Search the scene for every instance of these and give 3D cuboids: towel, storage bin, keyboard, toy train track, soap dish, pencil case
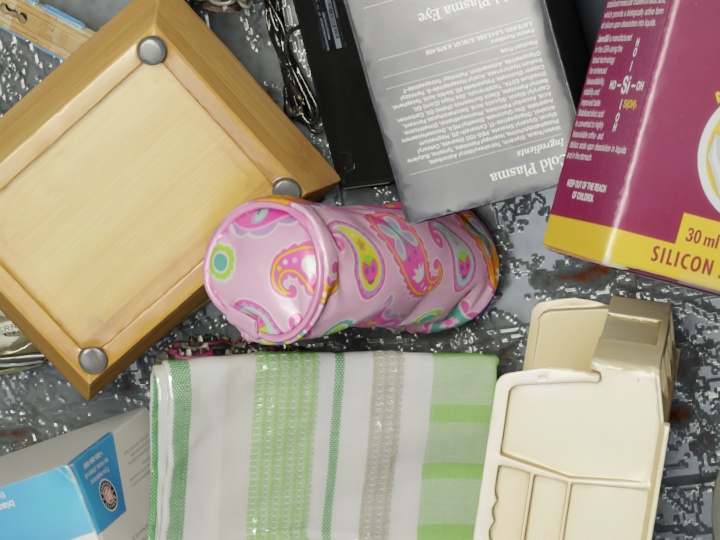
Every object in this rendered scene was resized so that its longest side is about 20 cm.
[{"bbox_3d":[-0.021,0.118,1.277,0.200,0.031,0.149,-1,112,-11],"label":"towel"},{"bbox_3d":[0.119,0.125,1.242,0.094,0.200,0.199,9,101,8],"label":"storage bin"},{"bbox_3d":[-0.022,-0.144,1.283,0.021,0.127,0.200,-16,96,-30],"label":"keyboard"},{"bbox_3d":[-0.166,-0.140,1.342,0.200,0.033,0.115,28,121,12],"label":"toy train track"},{"bbox_3d":[-0.135,-0.042,1.268,0.200,0.081,0.157,-41,101,3],"label":"soap dish"},{"bbox_3d":[0.000,0.000,1.249,0.087,0.200,0.088,0,91,32],"label":"pencil case"}]

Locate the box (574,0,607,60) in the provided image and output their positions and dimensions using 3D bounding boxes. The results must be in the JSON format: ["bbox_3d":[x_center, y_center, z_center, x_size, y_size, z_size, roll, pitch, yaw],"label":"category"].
[{"bbox_3d":[0.219,-0.166,1.188,0.200,0.117,0.197,-17,96,-7],"label":"box"}]

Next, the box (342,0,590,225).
[{"bbox_3d":[0.062,-0.135,1.209,0.104,0.200,0.182,-15,95,12],"label":"box"}]

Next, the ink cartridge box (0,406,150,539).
[{"bbox_3d":[-0.177,0.210,1.344,0.144,0.147,0.200,-19,95,15],"label":"ink cartridge box"}]

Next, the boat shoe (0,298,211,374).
[{"bbox_3d":[-0.163,0.018,1.351,0.200,0.065,0.073,-25,93,14],"label":"boat shoe"}]

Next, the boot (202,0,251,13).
[{"bbox_3d":[-0.069,-0.231,1.242,0.069,0.200,0.174,-1,94,-19],"label":"boot"}]

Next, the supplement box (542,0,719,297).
[{"bbox_3d":[0.184,-0.087,1.074,0.131,0.103,0.200,13,92,-13],"label":"supplement box"}]

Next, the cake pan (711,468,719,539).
[{"bbox_3d":[0.297,0.152,1.255,0.200,0.037,0.200,17,125,26],"label":"cake pan"}]

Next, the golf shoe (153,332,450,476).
[{"bbox_3d":[-0.033,0.094,1.334,0.200,0.073,0.092,14,103,9],"label":"golf shoe"}]
